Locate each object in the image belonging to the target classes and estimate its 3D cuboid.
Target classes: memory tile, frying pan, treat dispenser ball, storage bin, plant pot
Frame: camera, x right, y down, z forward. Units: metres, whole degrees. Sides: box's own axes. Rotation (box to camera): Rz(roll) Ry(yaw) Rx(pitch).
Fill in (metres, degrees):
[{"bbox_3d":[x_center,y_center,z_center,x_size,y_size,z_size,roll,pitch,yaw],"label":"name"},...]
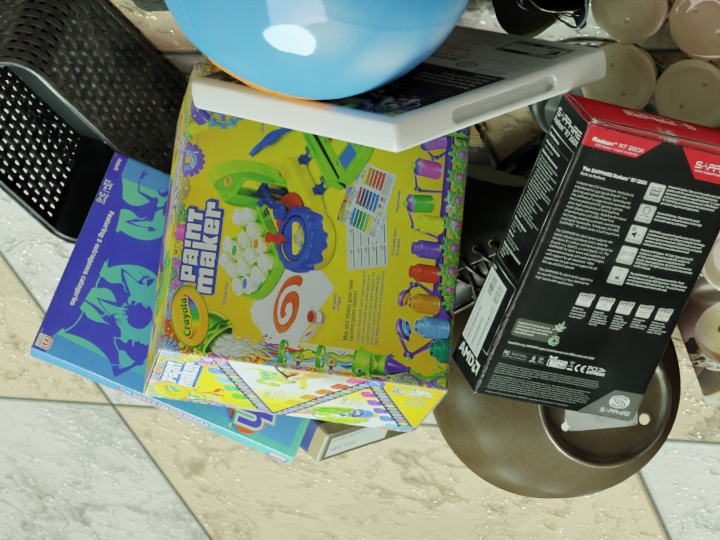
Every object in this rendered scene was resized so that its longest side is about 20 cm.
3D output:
[{"bbox_3d":[0.211,-0.090,1.600,0.152,0.017,0.201,13,112,10],"label":"memory tile"},{"bbox_3d":[0.136,-0.106,1.713,0.189,0.031,0.115,-15,136,38],"label":"frying pan"},{"bbox_3d":[-0.026,-0.202,1.473,0.200,0.202,0.201,13,149,8],"label":"treat dispenser ball"},{"bbox_3d":[-0.215,-0.118,1.811,0.135,0.094,0.200,-10,139,38],"label":"storage bin"},{"bbox_3d":[0.152,0.081,1.758,0.186,0.188,0.200,22,180,-6],"label":"plant pot"}]

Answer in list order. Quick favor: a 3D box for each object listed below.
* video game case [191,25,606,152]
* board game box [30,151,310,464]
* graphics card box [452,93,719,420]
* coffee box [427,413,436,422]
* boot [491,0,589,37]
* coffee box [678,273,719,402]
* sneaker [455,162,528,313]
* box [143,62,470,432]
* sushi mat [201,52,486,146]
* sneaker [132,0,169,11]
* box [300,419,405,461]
[{"bbox_3d":[0.023,-0.120,1.566,0.199,0.181,0.024,16,119,47],"label":"video game case"},{"bbox_3d":[-0.111,0.027,1.736,0.199,0.153,0.045,22,169,-4],"label":"board game box"},{"bbox_3d":[0.153,-0.006,1.578,0.125,0.051,0.201,10,114,-25],"label":"graphics card box"},{"bbox_3d":[-0.007,0.022,1.902,0.199,0.114,0.080,21,152,-4],"label":"coffee box"},{"bbox_3d":[0.109,-0.182,1.534,0.074,0.097,0.200,17,149,0],"label":"boot"},{"bbox_3d":[0.276,0.004,1.729,0.112,0.080,0.200,-6,143,18],"label":"coffee box"},{"bbox_3d":[0.108,-0.007,1.736,0.075,0.106,0.200,47,163,-29],"label":"sneaker"},{"bbox_3d":[-0.036,-0.013,1.664,0.191,0.201,0.122,9,162,-8],"label":"box"},{"bbox_3d":[-0.013,-0.128,1.765,0.199,0.012,0.096,7,149,19],"label":"sushi mat"},{"bbox_3d":[-0.109,-0.198,1.666,0.104,0.060,0.200,-8,135,35],"label":"sneaker"},{"bbox_3d":[-0.056,0.069,1.950,0.200,0.121,0.033,38,122,29],"label":"box"}]
